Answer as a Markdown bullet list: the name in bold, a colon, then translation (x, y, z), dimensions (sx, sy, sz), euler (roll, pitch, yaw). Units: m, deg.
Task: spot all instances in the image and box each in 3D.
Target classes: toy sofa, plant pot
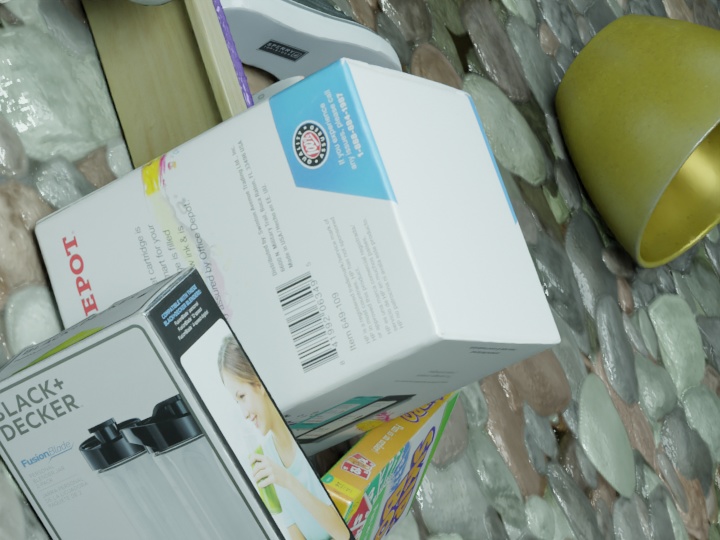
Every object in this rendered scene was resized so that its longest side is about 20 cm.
- **toy sofa**: translation (-0.102, -0.126, 1.253), dimensions (0.097, 0.083, 0.201), euler (5, 63, -59)
- **plant pot**: translation (0.240, -0.123, 1.787), dimensions (0.142, 0.200, 0.200), euler (42, 19, 22)

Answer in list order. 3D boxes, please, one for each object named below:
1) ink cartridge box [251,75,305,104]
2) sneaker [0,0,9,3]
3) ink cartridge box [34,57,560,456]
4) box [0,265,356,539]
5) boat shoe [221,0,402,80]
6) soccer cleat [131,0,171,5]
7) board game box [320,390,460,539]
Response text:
- **ink cartridge box**: translation (0.000, 0.000, 1.335), dimensions (0.200, 0.050, 0.163), euler (40, 34, -53)
- **sneaker**: translation (-0.224, -0.195, 1.103), dimensions (0.200, 0.074, 0.081), euler (30, 43, -50)
- **ink cartridge box**: translation (-0.033, 0.007, 1.133), dimensions (0.146, 0.199, 0.147), euler (6, 62, -61)
- **box**: translation (-0.083, 0.113, 1.049), dimensions (0.201, 0.116, 0.060), euler (61, 29, -9)
- **boat shoe**: translation (-0.042, -0.157, 1.407), dimensions (0.200, 0.068, 0.057), euler (19, 50, -52)
- **soccer cleat**: translation (-0.159, -0.223, 1.172), dimensions (0.200, 0.070, 0.086), euler (43, -9, 10)
- **board game box**: translation (0.005, 0.124, 1.226), dimensions (0.030, 0.096, 0.200), euler (26, 25, 9)
